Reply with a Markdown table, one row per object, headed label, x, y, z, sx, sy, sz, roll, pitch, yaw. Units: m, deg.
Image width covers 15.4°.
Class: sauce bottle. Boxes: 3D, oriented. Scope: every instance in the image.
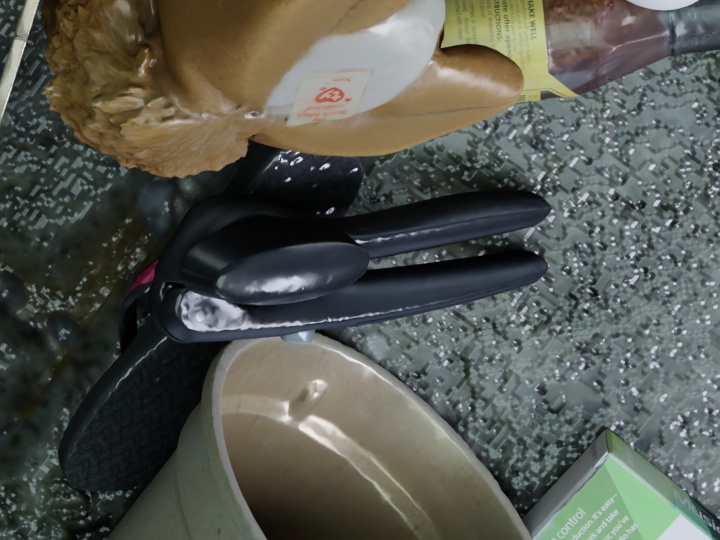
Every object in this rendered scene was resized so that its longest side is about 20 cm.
| label | x | y | z | sx | sy | sz | roll | pitch | yaw |
| --- | --- | --- | --- | --- | --- | --- | --- | --- | --- |
| sauce bottle | 0.071 | -0.102 | 1.116 | 0.199 | 0.066 | 0.066 | -5 | 108 | 4 |

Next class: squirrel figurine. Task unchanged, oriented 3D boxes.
| label | x | y | z | sx | sy | sz | roll | pitch | yaw |
| --- | --- | --- | --- | --- | --- | --- | --- | --- | --- |
| squirrel figurine | -0.049 | -0.139 | 1.040 | 0.199 | 0.142 | 0.187 | -24 | 62 | 15 |

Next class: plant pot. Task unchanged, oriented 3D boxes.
| label | x | y | z | sx | sy | sz | roll | pitch | yaw |
| --- | --- | --- | --- | --- | --- | --- | --- | --- | --- |
| plant pot | -0.046 | 0.159 | 1.151 | 0.200 | 0.201 | 0.183 | 41 | 115 | -12 |

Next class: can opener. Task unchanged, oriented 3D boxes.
| label | x | y | z | sx | sy | sz | roll | pitch | yaw |
| --- | --- | --- | --- | --- | --- | --- | --- | --- | --- |
| can opener | 0.000 | 0.000 | 1.119 | 0.199 | 0.079 | 0.064 | -5 | 117 | -38 |

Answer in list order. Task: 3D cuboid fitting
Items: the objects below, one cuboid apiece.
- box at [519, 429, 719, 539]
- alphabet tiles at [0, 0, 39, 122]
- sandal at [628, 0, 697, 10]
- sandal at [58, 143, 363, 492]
| label | x | y | z | sx | sy | sz | roll | pitch | yaw |
| --- | --- | --- | --- | --- | --- | --- | --- | --- | --- |
| box | 0.140 | 0.187 | 1.228 | 0.200 | 0.036 | 0.144 | 39 | 105 | -12 |
| alphabet tiles | -0.129 | -0.113 | 1.062 | 0.006 | 0.167 | 0.201 | 17 | 108 | -9 |
| sandal | 0.084 | -0.197 | 1.072 | 0.082 | 0.050 | 0.203 | -41 | 89 | -10 |
| sandal | -0.068 | 0.014 | 1.164 | 0.075 | 0.045 | 0.200 | 17 | 114 | -44 |
